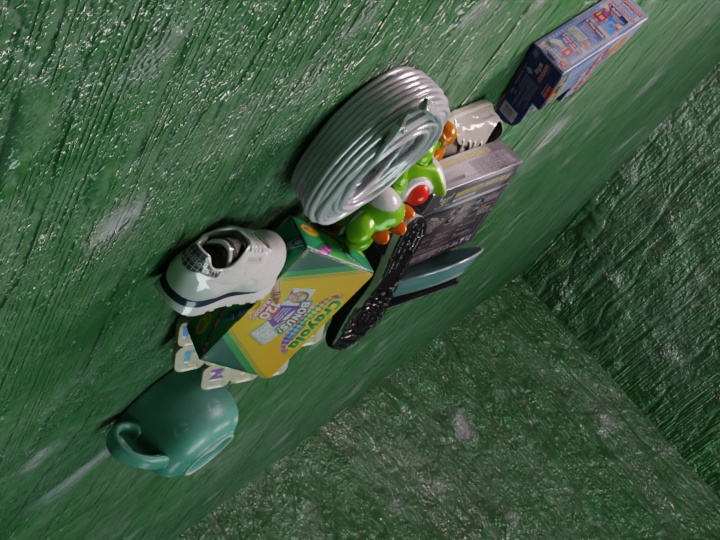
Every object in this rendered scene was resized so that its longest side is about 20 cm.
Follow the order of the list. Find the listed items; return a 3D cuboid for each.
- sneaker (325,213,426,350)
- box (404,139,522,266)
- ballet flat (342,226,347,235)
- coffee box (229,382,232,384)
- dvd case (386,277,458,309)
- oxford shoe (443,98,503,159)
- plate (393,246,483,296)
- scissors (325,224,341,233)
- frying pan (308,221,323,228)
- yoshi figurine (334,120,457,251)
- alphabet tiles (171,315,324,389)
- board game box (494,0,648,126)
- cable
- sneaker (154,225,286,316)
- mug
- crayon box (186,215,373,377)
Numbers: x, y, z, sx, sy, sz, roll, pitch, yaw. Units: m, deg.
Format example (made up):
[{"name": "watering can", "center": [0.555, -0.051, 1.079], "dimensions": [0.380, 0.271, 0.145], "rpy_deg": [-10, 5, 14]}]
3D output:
[{"name": "sneaker", "center": [0.000, 0.000, 1.733], "dimensions": [0.200, 0.088, 0.076], "rpy_deg": [-60, 155, 10]}, {"name": "box", "center": [0.107, -0.082, 1.836], "dimensions": [0.200, 0.048, 0.159], "rpy_deg": [-23, 152, -45]}, {"name": "ballet flat", "center": [0.040, -0.085, 1.870], "dimensions": [0.200, 0.067, 0.070], "rpy_deg": [-47, 172, -2]}, {"name": "coffee box", "center": [-0.154, 0.091, 1.953], "dimensions": [0.123, 0.044, 0.200], "rpy_deg": [-40, 170, -13]}, {"name": "dvd case", "center": [0.030, 0.033, 1.923], "dimensions": [0.142, 0.018, 0.200], "rpy_deg": [-19, -173, -21]}, {"name": "oxford shoe", "center": [0.128, -0.174, 1.841], "dimensions": [0.200, 0.058, 0.075], "rpy_deg": [-29, 167, -48]}, {"name": "plate", "center": [0.069, 0.008, 1.845], "dimensions": [0.200, 0.026, 0.200], "rpy_deg": [-17, -173, 2]}, {"name": "scissors", "center": [-0.045, -0.044, 1.868], "dimensions": [0.073, 0.014, 0.200], "rpy_deg": [-33, 167, -51]}, {"name": "frying pan", "center": [-0.091, -0.025, 1.735], "dimensions": [0.115, 0.031, 0.190], "rpy_deg": [-43, 174, 1]}, {"name": "yoshi figurine", "center": [0.022, -0.113, 1.660], "dimensions": [0.112, 0.112, 0.200], "rpy_deg": [6, -133, 43]}, {"name": "alphabet tiles", "center": [-0.135, 0.073, 1.732], "dimensions": [0.200, 0.015, 0.196], "rpy_deg": [-10, 141, -22]}, {"name": "board game box", "center": [0.301, -0.299, 1.955], "dimensions": [0.200, 0.062, 0.200], "rpy_deg": [-37, 170, -21]}, {"name": "cable", "center": [0.009, -0.132, 1.503], "dimensions": [0.200, 0.069, 0.200], "rpy_deg": [-43, 172, 16]}, {"name": "sneaker", "center": [-0.131, -0.013, 1.488], "dimensions": [0.081, 0.076, 0.200], "rpy_deg": [-57, 166, 29]}, {"name": "mug", "center": [-0.257, 0.223, 1.931], "dimensions": [0.185, 0.114, 0.152], "rpy_deg": [-39, 171, -18]}, {"name": "crayon box", "center": [-0.096, 0.035, 1.649], "dimensions": [0.119, 0.058, 0.200], "rpy_deg": [20, 122, -46]}]
